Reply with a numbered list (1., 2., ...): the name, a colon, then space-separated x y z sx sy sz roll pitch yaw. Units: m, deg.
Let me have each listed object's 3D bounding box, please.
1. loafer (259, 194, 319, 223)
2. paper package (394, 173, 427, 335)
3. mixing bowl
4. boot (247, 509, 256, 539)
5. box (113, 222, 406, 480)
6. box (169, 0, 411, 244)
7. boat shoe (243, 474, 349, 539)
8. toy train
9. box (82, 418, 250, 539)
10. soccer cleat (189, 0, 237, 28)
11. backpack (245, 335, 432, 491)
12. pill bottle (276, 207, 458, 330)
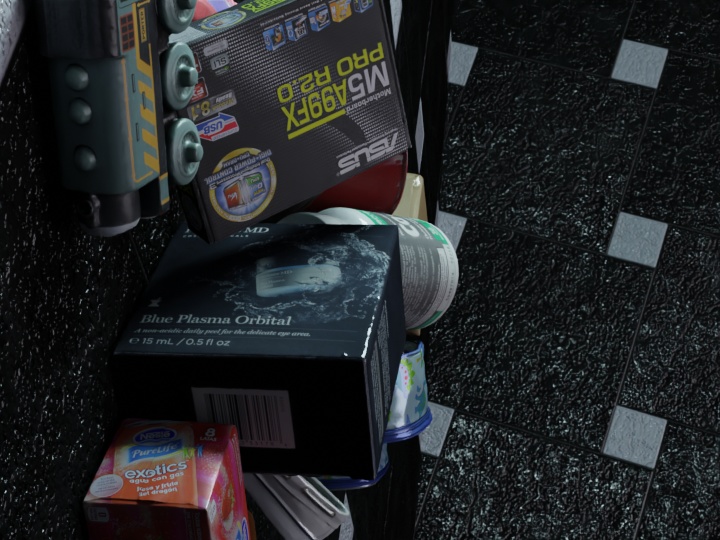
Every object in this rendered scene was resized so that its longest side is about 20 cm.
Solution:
1. loafer: -0.063 -0.089 1.234 0.073 0.200 0.072 39 4 -30
2. paper package: 0.047 -0.024 2.159 0.201 0.103 0.192 80 16 -55
3. mixing bowl: -0.051 -0.133 1.355 0.200 0.108 0.202 35 -48 51
4. boot: -0.131 0.286 1.247 0.200 0.068 0.190 85 -3 -64
5. box: -0.072 0.058 1.095 0.200 0.195 0.118 -74 163 -57
6. box: -0.063 -0.135 1.076 0.044 0.199 0.161 31 -39 52
7. boat shoe: -0.084 0.158 1.203 0.200 0.065 0.074 54 1 -20
8. toy train: -0.160 -0.122 0.891 0.114 0.085 0.201 -45 139 -60
9. box: -0.138 0.221 1.029 0.100 0.095 0.201 -75 164 -58
10. soccer cleat: -0.126 -0.214 1.131 0.200 0.066 0.077 -31 117 -77
11. backpack: -0.031 0.132 1.314 0.183 0.198 0.148 -37 120 -79
12. pill bottle: 0.000 0.000 1.289 0.200 0.112 0.114 4 87 -57
